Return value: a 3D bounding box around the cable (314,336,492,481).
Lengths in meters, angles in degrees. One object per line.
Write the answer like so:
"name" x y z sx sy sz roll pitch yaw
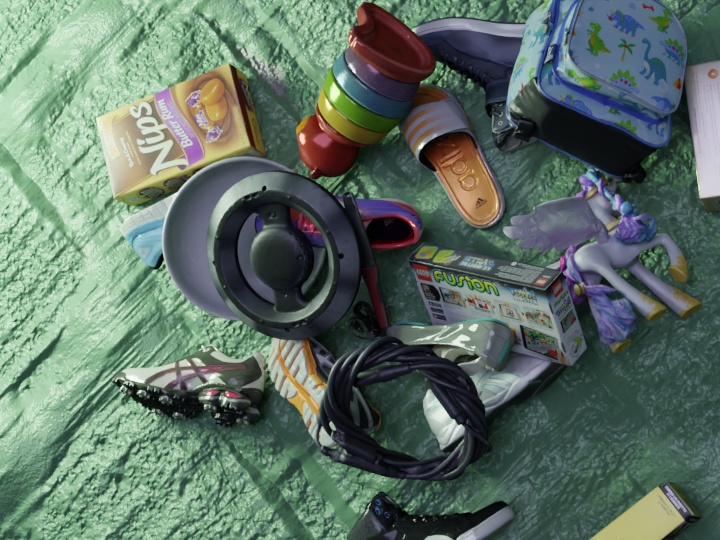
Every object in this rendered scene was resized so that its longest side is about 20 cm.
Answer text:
"cable" 0.055 0.158 1.627 0.199 0.051 0.164 17 108 -3

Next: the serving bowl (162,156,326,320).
"serving bowl" -0.143 -0.043 1.781 0.199 0.066 0.201 -3 104 -11

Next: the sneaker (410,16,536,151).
"sneaker" 0.140 -0.219 1.738 0.201 0.077 0.147 6 79 20

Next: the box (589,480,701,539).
"box" 0.273 0.308 1.591 0.200 0.075 0.050 -39 70 8

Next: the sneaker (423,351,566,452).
"sneaker" 0.155 0.122 1.672 0.200 0.070 0.080 -36 67 11

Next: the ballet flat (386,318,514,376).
"ballet flat" 0.091 0.091 1.661 0.199 0.067 0.064 -7 59 51

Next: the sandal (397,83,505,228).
"sandal" 0.105 -0.145 1.746 0.079 0.059 0.207 -36 70 10

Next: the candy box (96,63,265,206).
"candy box" -0.231 -0.171 1.876 0.199 0.056 0.117 -20 74 17

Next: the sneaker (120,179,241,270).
"sneaker" -0.198 -0.065 1.847 0.199 0.078 0.090 -25 94 13

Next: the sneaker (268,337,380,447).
"sneaker" -0.046 0.131 1.745 0.078 0.077 0.200 -60 45 33

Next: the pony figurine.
"pony figurine" 0.260 -0.012 1.632 0.192 0.167 0.200 -25 65 -20

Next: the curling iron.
"curling iron" 0.000 0.000 1.707 0.049 0.026 0.201 -5 122 6

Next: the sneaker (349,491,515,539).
"sneaker" 0.068 0.288 1.669 0.200 0.073 0.112 -34 72 13

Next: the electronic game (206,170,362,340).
"electronic game" -0.090 -0.016 1.700 0.199 0.042 0.201 6 106 22

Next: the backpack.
"backpack" 0.272 -0.232 1.624 0.182 0.147 0.201 22 58 -14

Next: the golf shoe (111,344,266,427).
"golf shoe" -0.207 0.137 1.810 0.199 0.077 0.089 7 62 19

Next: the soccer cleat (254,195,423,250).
"soccer cleat" -0.024 -0.054 1.727 0.199 0.073 0.069 1 105 -7

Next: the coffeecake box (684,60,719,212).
"coffeecake box" 0.466 -0.160 1.610 0.199 0.073 0.155 -9 77 18

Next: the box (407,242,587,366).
"box" 0.151 0.036 1.636 0.199 0.110 0.035 14 46 43

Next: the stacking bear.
"stacking bear" -0.007 -0.197 1.752 0.113 0.122 0.200 31 121 -10
